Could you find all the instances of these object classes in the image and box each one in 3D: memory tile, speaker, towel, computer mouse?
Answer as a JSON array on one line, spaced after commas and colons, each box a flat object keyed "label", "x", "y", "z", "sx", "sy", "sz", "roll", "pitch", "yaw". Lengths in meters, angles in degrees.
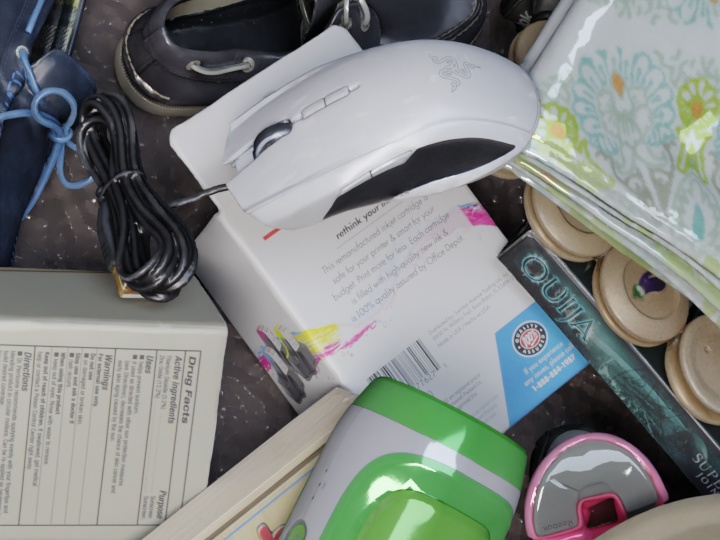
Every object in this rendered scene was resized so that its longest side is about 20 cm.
[{"label": "memory tile", "x": 0.141, "y": -0.038, "z": 0.924, "sx": 0.200, "sy": 0.017, "sz": 0.153, "roll": 49, "pitch": 52, "yaw": -4}, {"label": "speaker", "x": -0.006, "y": 0.149, "z": 0.806, "sx": 0.088, "sy": 0.088, "sz": 0.201, "roll": 28, "pitch": 82, "yaw": -9}, {"label": "towel", "x": 0.168, "y": -0.086, "z": 0.887, "sx": 0.171, "sy": 0.048, "sz": 0.201, "roll": 35, "pitch": 74, "yaw": -11}, {"label": "computer mouse", "x": -0.023, "y": -0.058, "z": 0.830, "sx": 0.199, "sy": 0.044, "sz": 0.110, "roll": -18, "pitch": 50, "yaw": 3}]

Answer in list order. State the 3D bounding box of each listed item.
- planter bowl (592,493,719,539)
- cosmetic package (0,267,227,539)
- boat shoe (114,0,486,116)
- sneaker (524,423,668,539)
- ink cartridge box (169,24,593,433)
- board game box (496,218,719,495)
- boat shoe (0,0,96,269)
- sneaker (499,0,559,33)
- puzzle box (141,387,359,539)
[{"label": "planter bowl", "x": 0.164, "y": 0.211, "z": 0.809, "sx": 0.198, "sy": 0.135, "sz": 0.202, "roll": -3, "pitch": 112, "yaw": -8}, {"label": "cosmetic package", "x": -0.164, "y": 0.055, "z": 0.827, "sx": 0.198, "sy": 0.073, "sz": 0.104, "roll": 3, "pitch": 108, "yaw": -19}, {"label": "boat shoe", "x": -0.019, "y": -0.120, "z": 0.958, "sx": 0.199, "sy": 0.063, "sz": 0.073, "roll": -13, "pitch": 78, "yaw": -22}, {"label": "sneaker", "x": 0.117, "y": 0.161, "z": 0.912, "sx": 0.078, "sy": 0.095, "sz": 0.202, "roll": -12, "pitch": 102, "yaw": -6}, {"label": "ink cartridge box", "x": 0.000, "y": 0.000, "z": 0.924, "sx": 0.115, "sy": 0.068, "sz": 0.201, "roll": -35, "pitch": 88, "yaw": -26}, {"label": "board game box", "x": 0.161, "y": 0.034, "z": 0.953, "sx": 0.200, "sy": 0.028, "sz": 0.135, "roll": 49, "pitch": 35, "yaw": -4}, {"label": "boat shoe", "x": -0.152, "y": -0.087, "z": 0.888, "sx": 0.068, "sy": 0.084, "sz": 0.202, "roll": 3, "pitch": 74, "yaw": 0}, {"label": "sneaker", "x": 0.127, "y": -0.124, "z": 1.008, "sx": 0.097, "sy": 0.071, "sz": 0.202, "roll": -24, "pitch": 93, "yaw": -7}, {"label": "puzzle box", "x": -0.052, "y": 0.160, "z": 0.843, "sx": 0.200, "sy": 0.025, "sz": 0.134, "roll": -38, "pitch": 121, "yaw": -25}]
